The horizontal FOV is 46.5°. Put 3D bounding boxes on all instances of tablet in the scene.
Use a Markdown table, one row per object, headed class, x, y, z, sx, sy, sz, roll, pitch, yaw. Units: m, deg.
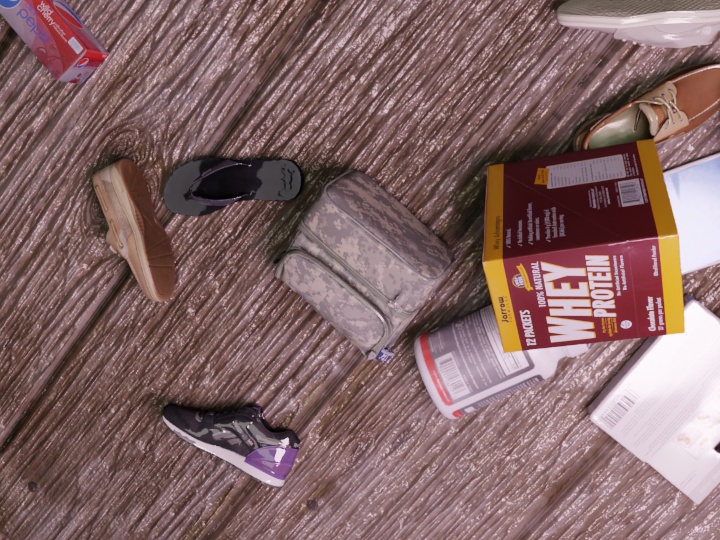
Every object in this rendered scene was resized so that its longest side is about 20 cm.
| class | x | y | z | sx | sy | sz | roll | pitch | yaw |
| --- | --- | --- | --- | --- | --- | --- | --- | --- | --- |
| tablet | 0.454 | -0.080 | 1.037 | 0.198 | 0.014 | 0.131 | -19 | 95 | 13 |

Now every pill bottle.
| class | x | y | z | sx | sy | sz | roll | pitch | yaw |
| --- | --- | --- | --- | --- | --- | --- | --- | --- | --- |
| pill bottle | 0.178 | 0.099 | 1.063 | 0.199 | 0.116 | 0.117 | -26 | 93 | 13 |

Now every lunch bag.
| class | x | y | z | sx | sy | sz | roll | pitch | yaw |
| --- | --- | --- | --- | --- | --- | --- | --- | --- | --- |
| lunch bag | 0.000 | 0.000 | 1.077 | 0.200 | 0.139 | 0.168 | 39 | 119 | 3 |

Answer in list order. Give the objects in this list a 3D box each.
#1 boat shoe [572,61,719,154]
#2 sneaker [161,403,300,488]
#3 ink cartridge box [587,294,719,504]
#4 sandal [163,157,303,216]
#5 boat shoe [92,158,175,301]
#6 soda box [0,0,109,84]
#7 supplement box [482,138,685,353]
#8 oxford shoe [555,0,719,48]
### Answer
| class | x | y | z | sx | sy | sz | roll | pitch | yaw |
| --- | --- | --- | --- | --- | --- | --- | --- | --- | --- |
| boat shoe | 0.353 | -0.182 | 1.009 | 0.199 | 0.074 | 0.076 | -30 | 93 | 13 |
| sneaker | -0.179 | 0.220 | 1.181 | 0.199 | 0.076 | 0.088 | 27 | 88 | 2 |
| ink cartridge box | 0.420 | 0.164 | 1.064 | 0.176 | 0.045 | 0.201 | 39 | 104 | 4 |
| sandal | -0.177 | -0.119 | 1.133 | 0.198 | 0.043 | 0.077 | -8 | 97 | 12 |
| boat shoe | -0.313 | -0.049 | 1.160 | 0.064 | 0.071 | 0.202 | -19 | 87 | 19 |
| soda box | -0.436 | -0.349 | 1.132 | 0.063 | 0.070 | 0.200 | -40 | 90 | 14 |
| supplement box | 0.251 | -0.030 | 0.963 | 0.198 | 0.198 | 0.134 | -8 | 126 | 16 |
| oxford shoe | 0.334 | -0.295 | 1.003 | 0.198 | 0.076 | 0.058 | 4 | 135 | 12 |
